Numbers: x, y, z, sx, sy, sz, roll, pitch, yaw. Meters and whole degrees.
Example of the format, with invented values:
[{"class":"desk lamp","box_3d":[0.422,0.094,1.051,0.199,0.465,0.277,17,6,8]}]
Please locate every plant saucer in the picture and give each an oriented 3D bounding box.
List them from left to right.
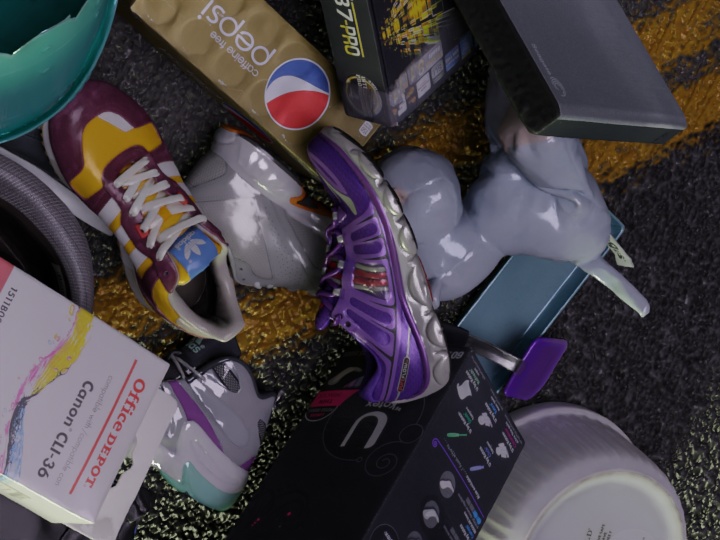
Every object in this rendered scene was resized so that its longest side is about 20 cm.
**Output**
[{"class":"plant saucer","box_3d":[0.123,0.022,1.451,0.070,0.019,0.200,41,85,-29]}]

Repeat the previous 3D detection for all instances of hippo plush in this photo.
[{"class":"hippo plush","box_3d":[0.092,-0.052,1.367,0.160,0.159,0.200,-24,117,9]}]

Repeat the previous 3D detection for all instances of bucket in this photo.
[{"class":"bucket","box_3d":[-0.240,-0.180,1.104,0.206,0.135,0.208,2,68,-6]}]

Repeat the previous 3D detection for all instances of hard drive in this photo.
[{"class":"hard drive","box_3d":[0.143,-0.154,1.290,0.033,0.140,0.200,-36,162,29]}]

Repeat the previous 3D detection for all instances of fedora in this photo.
[{"class":"fedora","box_3d":[-0.271,0.004,1.209,0.200,0.090,0.177,36,87,-25]}]

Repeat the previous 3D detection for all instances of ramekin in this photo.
[{"class":"ramekin","box_3d":[0.164,0.214,1.474,0.199,0.105,0.201,-7,106,-25]}]

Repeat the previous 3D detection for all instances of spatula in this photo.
[{"class":"spatula","box_3d":[0.091,0.060,1.404,0.200,0.021,0.057,20,103,-44]}]

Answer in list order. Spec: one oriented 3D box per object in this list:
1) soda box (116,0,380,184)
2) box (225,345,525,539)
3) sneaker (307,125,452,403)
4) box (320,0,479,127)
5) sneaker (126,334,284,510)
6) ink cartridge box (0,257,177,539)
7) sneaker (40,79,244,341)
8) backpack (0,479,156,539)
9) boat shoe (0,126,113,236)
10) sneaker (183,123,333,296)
[{"class":"soda box","box_3d":[-0.079,-0.146,1.278,0.200,0.064,0.068,41,84,-28]},{"class":"box","box_3d":[0.014,0.159,1.328,0.106,0.122,0.200,59,46,-32]},{"class":"sneaker","box_3d":[0.000,0.000,1.269,0.083,0.081,0.201,-19,100,-4]},{"class":"box","box_3d":[0.048,-0.218,1.269,0.200,0.049,0.162,-44,138,-37]},{"class":"sneaker","box_3d":[-0.139,0.072,1.308,0.200,0.078,0.140,30,88,-39]},{"class":"ink cartridge box","box_3d":[-0.200,0.079,1.149,0.200,0.067,0.117,34,68,-25]},{"class":"sneaker","box_3d":[-0.132,-0.039,1.207,0.075,0.090,0.200,-43,131,-17]},{"class":"backpack","box_3d":[-0.261,0.214,1.236,0.183,0.147,0.201,19,84,-27]},{"class":"boat shoe","box_3d":[-0.225,-0.096,1.219,0.200,0.076,0.060,35,87,-42]},{"class":"sneaker","box_3d":[-0.054,-0.012,1.331,0.200,0.076,0.092,42,91,-21]}]
